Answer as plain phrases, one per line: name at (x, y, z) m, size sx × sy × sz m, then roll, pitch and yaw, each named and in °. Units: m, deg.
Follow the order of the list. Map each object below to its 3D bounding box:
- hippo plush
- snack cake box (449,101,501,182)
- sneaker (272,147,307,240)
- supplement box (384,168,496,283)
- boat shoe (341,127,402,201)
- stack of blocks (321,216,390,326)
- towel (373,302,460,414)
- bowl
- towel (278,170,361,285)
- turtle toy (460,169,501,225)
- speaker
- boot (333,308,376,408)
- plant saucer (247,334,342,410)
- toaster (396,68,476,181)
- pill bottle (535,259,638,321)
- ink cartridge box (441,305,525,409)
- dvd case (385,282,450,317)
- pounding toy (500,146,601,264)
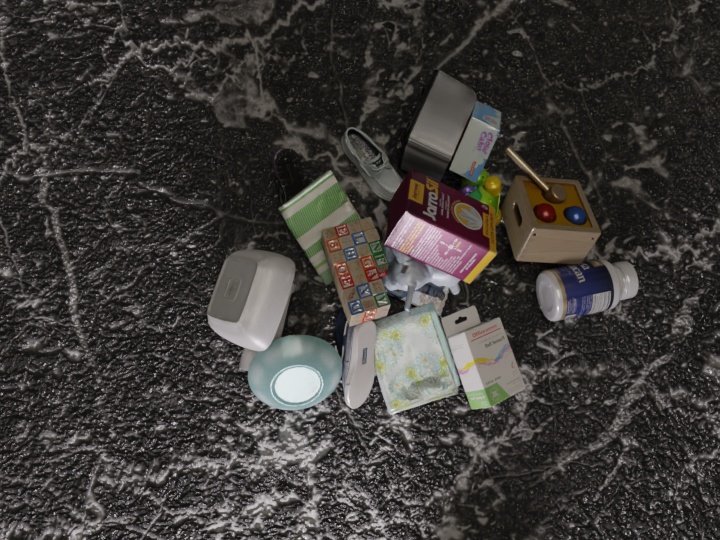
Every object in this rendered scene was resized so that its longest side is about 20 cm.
hippo plush at (0.137, -0.028, 1.186) m, size 0.156 × 0.200 × 0.164 m, roll -6°, pitch 103°, yaw -12°
snack cake box at (0.249, -0.282, 1.218) m, size 0.066 × 0.201 × 0.117 m, roll 24°, pitch 119°, yaw 2°
sneaker at (-0.151, -0.171, 1.261) m, size 0.074 × 0.087 × 0.205 m, roll -12°, pitch 107°, yaw -17°
supplement box at (0.157, -0.086, 1.102) m, size 0.196 × 0.104 × 0.133 m, roll 22°, pitch 47°, yaw -12°
boat shoe at (0.029, -0.238, 1.275) m, size 0.070 × 0.072 × 0.201 m, roll -41°, pitch 87°, yaw -8°
stack of blocks at (0.000, 0.000, 1.177) m, size 0.112 × 0.059 × 0.204 m, roll -14°, pitch 66°, yaw -13°
towel at (0.111, 0.191, 1.227) m, size 0.167 × 0.048 × 0.205 m, roll -17°, pitch 83°, yaw -1°
bowl at (-0.234, 0.047, 1.156) m, size 0.074 × 0.197 × 0.205 m, roll 28°, pitch 77°, yaw -43°
towel at (-0.070, -0.094, 1.241) m, size 0.151 × 0.023 × 0.202 m, roll -36°, pitch 108°, yaw -8°
turtle toy at (0.259, -0.143, 1.254) m, size 0.099 × 0.147 × 0.204 m, roll 7°, pitch 61°, yaw 19°
speaker at (-0.199, 0.119, 1.206) m, size 0.079 × 0.081 × 0.205 m, roll 13°, pitch 81°, yaw -2°
boot at (-0.018, 0.187, 1.222) m, size 0.072 × 0.090 × 0.205 m, roll -2°, pitch 107°, yaw -40°
plant saucer at (-0.131, 0.223, 1.156) m, size 0.195 × 0.039 × 0.205 m, roll -6°, pitch 122°, yaw -9°
toaster at (0.158, -0.299, 1.235) m, size 0.116 × 0.181 × 0.204 m, roll 24°, pitch 81°, yaw 4°
pill bottle at (0.500, 0.038, 1.249) m, size 0.195 × 0.111 × 0.114 m, roll -11°, pitch 83°, yaw -6°
ink cartridge box at (0.262, 0.178, 1.217) m, size 0.115 × 0.067 × 0.204 m, roll -16°, pitch 83°, yaw -32°
dvd case at (0.150, -0.015, 1.280) m, size 0.140 × 0.018 × 0.204 m, roll 22°, pitch 80°, yaw -1°
pounding toy at (0.395, -0.141, 1.226) m, size 0.179 × 0.144 × 0.204 m, roll 3°, pitch 51°, yaw -9°
